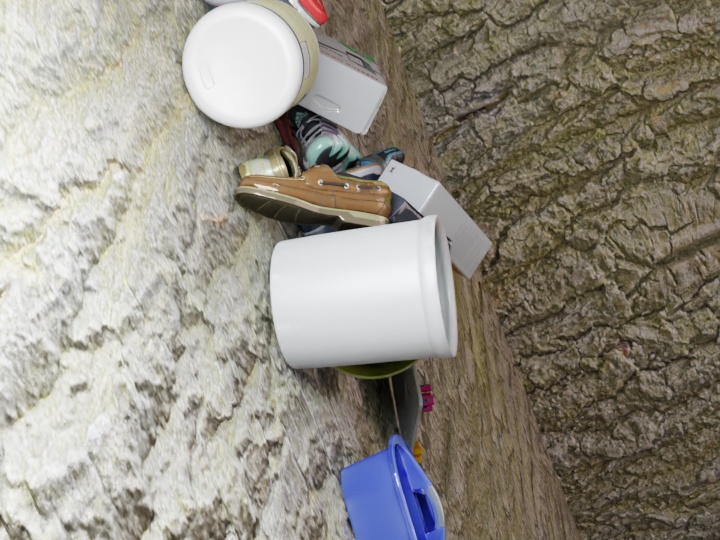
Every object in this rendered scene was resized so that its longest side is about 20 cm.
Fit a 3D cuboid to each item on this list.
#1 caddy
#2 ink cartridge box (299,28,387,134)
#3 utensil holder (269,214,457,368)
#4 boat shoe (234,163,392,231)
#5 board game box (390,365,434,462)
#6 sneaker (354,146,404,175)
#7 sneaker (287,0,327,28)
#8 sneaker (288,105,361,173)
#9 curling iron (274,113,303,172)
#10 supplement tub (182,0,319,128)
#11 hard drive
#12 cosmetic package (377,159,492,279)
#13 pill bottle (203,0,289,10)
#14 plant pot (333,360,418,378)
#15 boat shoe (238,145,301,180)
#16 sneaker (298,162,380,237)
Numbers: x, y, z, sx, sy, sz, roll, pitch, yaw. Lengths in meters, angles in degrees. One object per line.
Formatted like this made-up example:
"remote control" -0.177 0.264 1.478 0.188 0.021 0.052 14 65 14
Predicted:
"caddy" 0.054 0.310 1.551 0.141 0.104 0.201 14 58 -75
"ink cartridge box" -0.046 -0.293 1.859 0.145 0.084 0.200 24 17 -15
"utensil holder" 0.007 0.030 1.480 0.170 0.198 0.171 -7 90 -78
"boat shoe" -0.057 -0.094 1.515 0.072 0.199 0.069 154 -54 -65
"board game box" 0.076 0.166 1.884 0.201 0.026 0.201 96 -13 -54
"sneaker" 0.023 -0.109 1.952 0.073 0.082 0.201 41 -40 18
"sneaker" -0.077 -0.416 1.599 0.077 0.084 0.201 -11 81 -78
"sneaker" -0.076 -0.208 1.846 0.140 0.078 0.200 52 5 7
"curling iron" -0.118 -0.227 1.797 0.050 0.025 0.201 48 25 -69
"supplement tub" -0.128 -0.258 1.508 0.200 0.144 0.146 -63 133 -74
"hard drive" 0.035 -0.073 1.660 0.135 0.042 0.200 39 -6 -33
"cosmetic package" 0.105 -0.073 1.823 0.101 0.071 0.200 29 -8 39
"pill bottle" -0.162 -0.387 1.644 0.200 0.108 0.110 40 32 -68
"plant pot" 0.012 0.032 1.675 0.200 0.186 0.188 -97 166 -82
"boat shoe" -0.105 -0.130 1.615 0.201 0.063 0.074 -24 95 -78
"sneaker" -0.026 -0.085 1.791 0.200 0.070 0.109 -29 101 -50
